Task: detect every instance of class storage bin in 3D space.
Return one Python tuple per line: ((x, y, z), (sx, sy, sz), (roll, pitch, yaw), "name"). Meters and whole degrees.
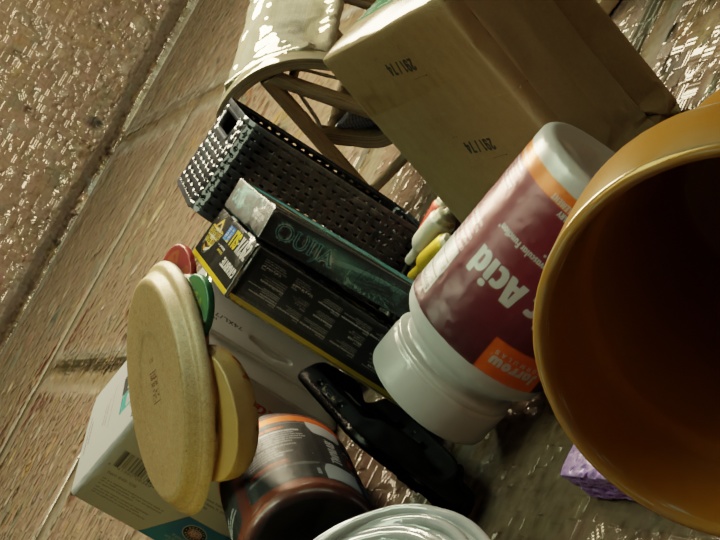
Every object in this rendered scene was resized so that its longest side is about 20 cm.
((-0.050, -0.053, 1.437), (0.094, 0.200, 0.135), (-55, 18, 6), "storage bin")

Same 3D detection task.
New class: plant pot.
((0.197, -0.006, 0.771), (0.200, 0.200, 0.183), (-46, 7, 33), "plant pot")

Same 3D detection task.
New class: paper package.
((0.097, -0.140, 1.196), (0.103, 0.191, 0.200), (-45, 12, -21), "paper package")

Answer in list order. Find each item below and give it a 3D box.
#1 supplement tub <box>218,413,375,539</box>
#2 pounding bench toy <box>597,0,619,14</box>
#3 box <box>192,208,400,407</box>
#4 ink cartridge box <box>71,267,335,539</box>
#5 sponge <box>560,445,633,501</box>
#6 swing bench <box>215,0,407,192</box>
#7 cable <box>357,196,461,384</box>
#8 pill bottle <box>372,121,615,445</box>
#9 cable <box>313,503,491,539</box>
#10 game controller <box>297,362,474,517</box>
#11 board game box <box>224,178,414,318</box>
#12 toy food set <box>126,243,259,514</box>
((-0.050, 0.172, 1.227), (0.107, 0.107, 0.200), (-56, 18, 7), "supplement tub")
((0.188, -0.344, 1.358), (0.200, 0.156, 0.124), (-53, 19, 13), "pounding bench toy")
((-0.023, 0.035, 1.227), (0.049, 0.200, 0.160), (-55, 19, 3), "box")
((-0.134, 0.126, 1.458), (0.200, 0.147, 0.146), (-48, 20, 26), "ink cartridge box")
((0.190, 0.038, 0.942), (0.200, 0.030, 0.112), (-63, 19, -17), "sponge")
((-0.016, -0.193, 1.575), (0.130, 0.200, 0.199), (-45, 22, 34), "swing bench")
((0.032, 0.008, 1.363), (0.200, 0.050, 0.097), (-47, 23, 27), "cable")
((0.104, 0.012, 1.073), (0.200, 0.114, 0.114), (-51, 19, 21), "pill bottle")
((0.006, 0.230, 0.962), (0.200, 0.069, 0.200), (-4, 43, 43), "cable")
((0.014, 0.117, 1.152), (0.042, 0.104, 0.200), (-60, 18, 1), "game controller")
((0.000, 0.000, 1.221), (0.028, 0.200, 0.135), (-59, 19, 2), "board game box")
((-0.134, 0.084, 1.245), (0.200, 0.049, 0.198), (119, 140, -56), "toy food set")
